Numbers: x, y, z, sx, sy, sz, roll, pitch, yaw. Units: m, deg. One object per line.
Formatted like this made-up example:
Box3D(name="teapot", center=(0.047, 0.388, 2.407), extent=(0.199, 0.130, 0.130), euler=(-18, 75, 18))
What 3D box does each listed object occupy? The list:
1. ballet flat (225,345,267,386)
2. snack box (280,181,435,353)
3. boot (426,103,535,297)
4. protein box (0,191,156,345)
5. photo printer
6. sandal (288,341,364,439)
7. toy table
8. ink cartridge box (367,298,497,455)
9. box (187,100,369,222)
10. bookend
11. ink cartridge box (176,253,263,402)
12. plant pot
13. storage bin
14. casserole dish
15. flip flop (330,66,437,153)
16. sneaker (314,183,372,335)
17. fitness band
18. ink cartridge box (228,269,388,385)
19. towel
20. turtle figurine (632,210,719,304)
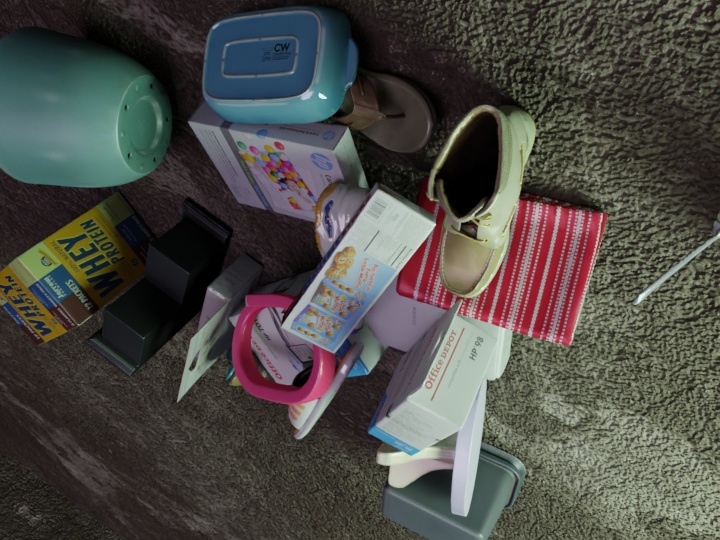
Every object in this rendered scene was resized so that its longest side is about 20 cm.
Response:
Box3D(name="ballet flat", center=(-0.183, 0.154, 1.009), extent=(0.071, 0.071, 0.200), euler=(50, 172, -10))
Box3D(name="snack box", center=(-0.007, 0.004, 0.654), extent=(0.072, 0.024, 0.200), euler=(28, 118, -16))
Box3D(name="boot", center=(0.102, -0.054, 0.569), extent=(0.072, 0.155, 0.200), euler=(20, 109, 17))
Box3D(name="protein box", center=(-0.479, -0.001, 1.036), extent=(0.198, 0.200, 0.135), euler=(-19, 113, 44))
Box3D(name="photo printer", center=(0.090, 0.037, 0.762), extent=(0.200, 0.069, 0.167), euler=(17, 133, 23))
Box3D(name="sandal", center=(-0.058, 0.151, 0.840), extent=(0.059, 0.079, 0.207), euler=(34, 129, 5))
Box3D(name="toy table", center=(0.103, 0.229, 0.846), extent=(0.117, 0.184, 0.200), euler=(9, 94, 18))
Box3D(name="ink cartridge box", center=(0.083, 0.127, 0.689), extent=(0.067, 0.116, 0.200), euler=(30, 150, 0))
Box3D(name="box", center=(-0.089, -0.122, 0.741), extent=(0.200, 0.041, 0.156), euler=(15, 153, 23))
Box3D(name="bookend", center=(-0.310, 0.027, 0.942), extent=(0.092, 0.200, 0.199), euler=(36, 138, 4))
Box3D(name="ink cartridge box", center=(-0.235, 0.091, 0.960), extent=(0.044, 0.174, 0.200), euler=(35, 137, 6))
Box3D(name="plant pot", center=(-0.344, -0.198, 0.790), extent=(0.161, 0.201, 0.201), euler=(11, 132, 11))
Box3D(name="storage bin", center=(0.129, 0.343, 0.944), extent=(0.200, 0.134, 0.146), euler=(21, 134, 21))
Box3D(name="casserole dish", center=(-0.097, -0.219, 0.647), extent=(0.200, 0.039, 0.121), euler=(7, 92, 27))
Box3D(name="flip flop", center=(-0.011, -0.186, 0.652), extent=(0.200, 0.058, 0.081), euler=(36, 133, 9))
Box3D(name="sneaker", center=(0.000, 0.000, 0.698), extent=(0.088, 0.075, 0.200), euler=(8, 127, 14))
Box3D(name="fitness band", center=(-0.108, 0.102, 0.814), extent=(0.200, 0.037, 0.144), euler=(0, 89, 45))
Box3D(name="ink cartridge box", center=(-0.077, 0.085, 0.911), extent=(0.200, 0.086, 0.147), euler=(-18, 113, 41))
Box3D(name="towel", center=(0.142, -0.016, 0.655), extent=(0.200, 0.022, 0.145), euler=(16, 94, 23))
Box3D(name="turtle figurine", center=(0.352, -0.020, 0.454), extent=(0.144, 0.200, 0.194), euler=(44, 123, 45))
